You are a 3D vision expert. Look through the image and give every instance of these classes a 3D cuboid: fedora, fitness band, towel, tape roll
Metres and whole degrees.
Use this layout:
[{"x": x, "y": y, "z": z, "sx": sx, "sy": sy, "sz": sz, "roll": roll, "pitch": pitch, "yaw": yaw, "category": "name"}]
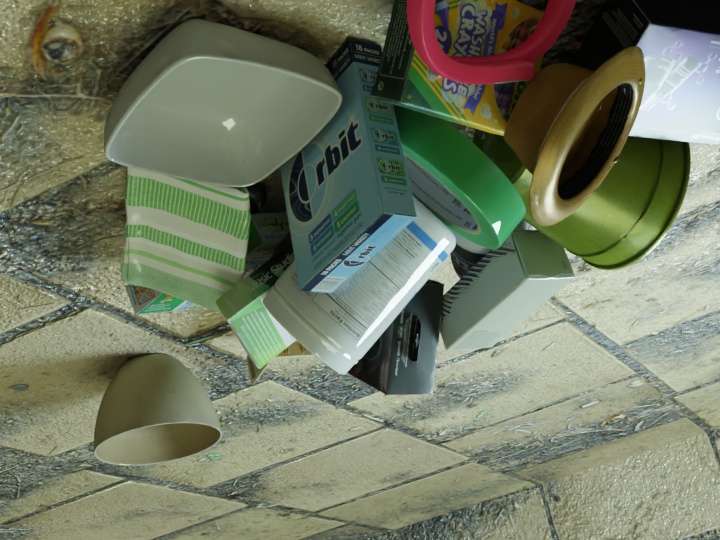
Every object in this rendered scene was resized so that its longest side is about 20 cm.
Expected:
[{"x": 0.199, "y": -0.141, "z": 1.103, "sx": 0.200, "sy": 0.081, "sz": 0.202, "roll": -43, "pitch": 151, "yaw": -31, "category": "fedora"}, {"x": 0.122, "y": -0.244, "z": 1.034, "sx": 0.198, "sy": 0.037, "sz": 0.145, "roll": -10, "pitch": 118, "yaw": -37, "category": "fitness band"}, {"x": -0.202, "y": -0.039, "z": 1.300, "sx": 0.151, "sy": 0.024, "sz": 0.201, "roll": 17, "pitch": 134, "yaw": 3, "category": "towel"}, {"x": 0.086, "y": -0.105, "z": 1.226, "sx": 0.048, "sy": 0.200, "sz": 0.201, "roll": -49, "pitch": 155, "yaw": -6, "category": "tape roll"}]

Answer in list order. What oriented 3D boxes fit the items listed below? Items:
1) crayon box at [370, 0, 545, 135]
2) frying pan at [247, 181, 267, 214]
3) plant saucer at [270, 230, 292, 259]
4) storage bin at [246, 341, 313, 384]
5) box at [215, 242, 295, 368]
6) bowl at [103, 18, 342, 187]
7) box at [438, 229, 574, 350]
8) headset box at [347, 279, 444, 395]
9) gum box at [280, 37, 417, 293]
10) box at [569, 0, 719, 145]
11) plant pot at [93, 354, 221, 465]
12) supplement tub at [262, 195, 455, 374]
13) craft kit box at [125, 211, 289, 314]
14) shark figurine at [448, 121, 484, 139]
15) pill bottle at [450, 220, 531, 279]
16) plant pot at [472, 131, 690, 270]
[{"x": 0.113, "y": -0.206, "z": 1.110, "sx": 0.198, "sy": 0.127, "sz": 0.051, "roll": 9, "pitch": -172, "yaw": -41, "category": "crayon box"}, {"x": -0.172, "y": -0.062, "z": 1.411, "sx": 0.113, "sy": 0.031, "sz": 0.191, "roll": -7, "pitch": 152, "yaw": -11, "category": "frying pan"}, {"x": -0.048, "y": -0.019, "z": 1.430, "sx": 0.199, "sy": 0.037, "sz": 0.201, "roll": -31, "pitch": 150, "yaw": -20, "category": "plant saucer"}, {"x": -0.056, "y": 0.095, "z": 1.726, "sx": 0.198, "sy": 0.095, "sz": 0.199, "roll": -1, "pitch": 153, "yaw": -24, "category": "storage bin"}, {"x": -0.072, "y": 0.019, "z": 1.378, "sx": 0.199, "sy": 0.036, "sz": 0.145, "roll": -39, "pitch": 152, "yaw": -11, "category": "box"}, {"x": -0.141, "y": -0.171, "z": 1.127, "sx": 0.198, "sy": 0.075, "sz": 0.199, "roll": 8, "pitch": 150, "yaw": -39, "category": "bowl"}, {"x": 0.176, "y": 0.027, "z": 1.439, "sx": 0.081, "sy": 0.069, "sz": 0.200, "roll": -1, "pitch": 151, "yaw": -31, "category": "box"}, {"x": 0.037, "y": 0.076, "z": 1.535, "sx": 0.076, "sy": 0.151, "sz": 0.200, "roll": 2, "pitch": -171, "yaw": -26, "category": "headset box"}, {"x": -0.021, "y": -0.105, "z": 1.173, "sx": 0.044, "sy": 0.202, "sz": 0.170, "roll": 5, "pitch": 151, "yaw": -32, "category": "gum box"}, {"x": 0.331, "y": -0.216, "z": 1.212, "sx": 0.198, "sy": 0.079, "sz": 0.142, "roll": 1, "pitch": 138, "yaw": -28, "category": "box"}, {"x": -0.327, "y": 0.212, "z": 1.799, "sx": 0.198, "sy": 0.136, "sz": 0.201, "roll": -11, "pitch": 156, "yaw": -5, "category": "plant pot"}, {"x": 0.000, "y": 0.000, "z": 1.275, "sx": 0.200, "sy": 0.132, "sz": 0.132, "roll": -49, "pitch": 150, "yaw": 3, "category": "supplement tub"}, {"x": -0.164, "y": -0.011, "z": 1.448, "sx": 0.199, "sy": 0.049, "sz": 0.197, "roll": -7, "pitch": 156, "yaw": -48, "category": "craft kit box"}, {"x": 0.107, "y": -0.185, "z": 1.205, "sx": 0.127, "sy": 0.090, "sz": 0.215, "roll": -15, "pitch": 158, "yaw": 3, "category": "shark figurine"}, {"x": 0.165, "y": -0.058, "z": 1.473, "sx": 0.112, "sy": 0.115, "sz": 0.200, "roll": -14, "pitch": 156, "yaw": 4, "category": "pill bottle"}, {"x": 0.235, "y": -0.122, "z": 1.300, "sx": 0.191, "sy": 0.203, "sz": 0.200, "roll": 17, "pitch": 145, "yaw": -29, "category": "plant pot"}]
